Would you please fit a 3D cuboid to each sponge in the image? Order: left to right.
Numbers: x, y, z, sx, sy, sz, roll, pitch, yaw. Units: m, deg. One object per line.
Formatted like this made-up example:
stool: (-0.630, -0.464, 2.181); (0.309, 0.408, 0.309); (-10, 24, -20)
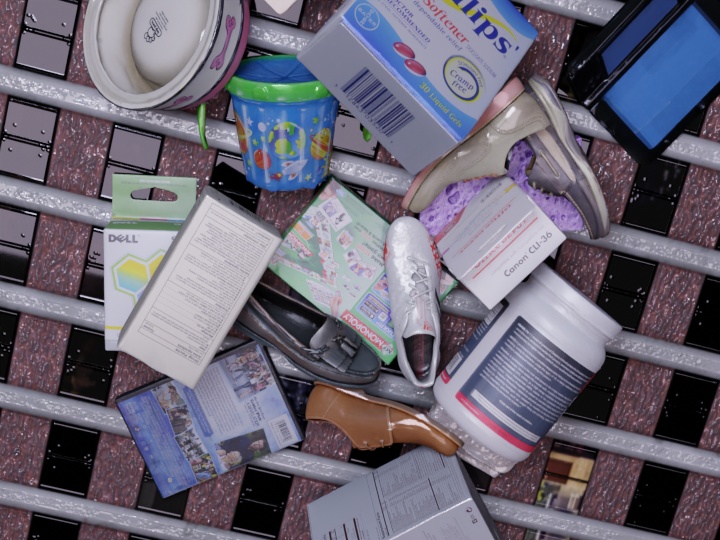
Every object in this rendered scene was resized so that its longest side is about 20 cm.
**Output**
sponge: (0.166, -0.100, 1.355); (0.198, 0.030, 0.113); (-2, 104, -2)

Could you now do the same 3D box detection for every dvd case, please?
dvd case: (-0.185, 0.182, 1.410); (0.198, 0.018, 0.144); (-23, 103, 3)

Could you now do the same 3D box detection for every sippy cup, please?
sippy cup: (-0.084, -0.163, 1.283); (0.176, 0.140, 0.132); (11, 116, 23)

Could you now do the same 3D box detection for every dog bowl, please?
dog bowl: (-0.204, -0.263, 1.230); (0.198, 0.074, 0.203); (-5, 80, 32)

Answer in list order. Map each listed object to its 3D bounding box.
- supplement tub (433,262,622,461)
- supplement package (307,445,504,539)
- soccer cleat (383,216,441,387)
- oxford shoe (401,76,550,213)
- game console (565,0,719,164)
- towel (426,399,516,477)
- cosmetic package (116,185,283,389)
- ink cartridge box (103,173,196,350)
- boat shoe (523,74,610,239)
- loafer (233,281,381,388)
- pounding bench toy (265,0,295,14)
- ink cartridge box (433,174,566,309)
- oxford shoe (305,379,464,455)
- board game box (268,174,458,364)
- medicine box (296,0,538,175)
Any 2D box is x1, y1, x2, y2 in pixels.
supplement tub: (0.192, 0.105, 1.316); (0.140, 0.140, 0.201); (37, 98, -10)
supplement package: (0.069, 0.347, 1.382); (0.199, 0.147, 0.192); (-27, 114, 3)
soccer cleat: (0.065, 0.039, 1.325); (0.068, 0.085, 0.202); (-5, 104, -2)
oxford shoe: (0.125, -0.122, 1.274); (0.074, 0.071, 0.200); (45, 120, -2)
game console: (0.347, -0.241, 1.291); (0.200, 0.176, 0.116); (-47, 73, 7)
towel: (0.174, 0.151, 1.413); (0.132, 0.035, 0.201); (28, 100, -10)
cosmetic package: (-0.181, 0.018, 1.283); (0.105, 0.071, 0.201); (32, 97, -14)
ink cartridge box: (-0.246, -0.007, 1.340); (0.103, 0.059, 0.202); (2, 103, -3)
boat shoe: (0.223, -0.123, 1.309); (0.073, 0.074, 0.201); (-25, 94, 12)
loafer: (-0.063, 0.074, 1.345); (0.198, 0.072, 0.063); (26, 140, 2)
pounding bench toy: (-0.059, -0.389, 1.210); (0.124, 0.156, 0.200); (43, 97, -11)
ink cartridge box: (0.152, -0.032, 1.253); (0.067, 0.200, 0.116); (44, 99, -12)
oxford shoe: (0.027, 0.189, 1.369); (0.198, 0.071, 0.072); (18, 74, 16)
board game box: (0.000, 0.000, 1.370); (0.200, 0.029, 0.135); (39, 99, -11)
medicine box: (0.065, -0.243, 1.229); (0.182, 0.103, 0.201); (43, 57, -12)
